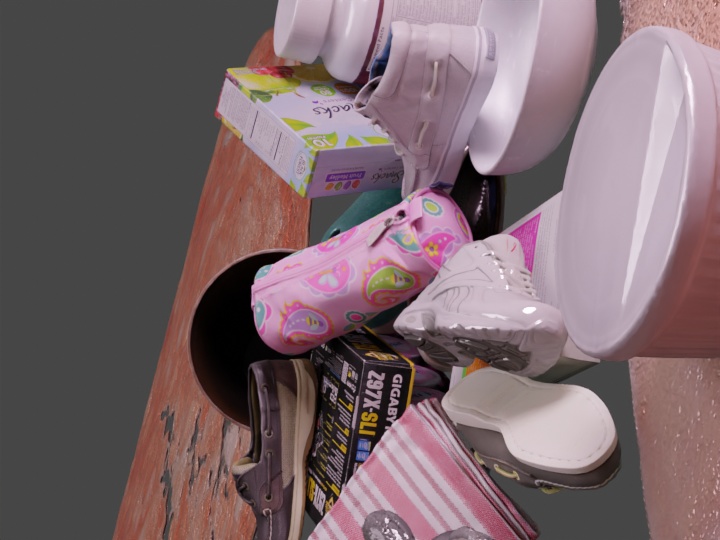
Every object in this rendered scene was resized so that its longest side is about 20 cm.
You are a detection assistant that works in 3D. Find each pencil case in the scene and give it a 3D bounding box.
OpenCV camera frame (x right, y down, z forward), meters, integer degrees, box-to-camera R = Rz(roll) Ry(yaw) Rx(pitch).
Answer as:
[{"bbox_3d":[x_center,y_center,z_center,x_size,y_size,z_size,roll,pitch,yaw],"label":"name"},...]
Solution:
[{"bbox_3d":[0.000,0.000,1.659,0.200,0.087,0.088,-26,49,36],"label":"pencil case"}]

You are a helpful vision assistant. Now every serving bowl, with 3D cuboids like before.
[{"bbox_3d":[0.139,-0.169,1.567,0.200,0.065,0.201,-172,90,-79],"label":"serving bowl"}]

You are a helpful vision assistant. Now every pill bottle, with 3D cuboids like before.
[{"bbox_3d":[0.031,-0.210,1.756,0.110,0.199,0.110,-170,90,-76],"label":"pill bottle"}]

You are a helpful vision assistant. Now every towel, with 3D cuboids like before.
[{"bbox_3d":[0.040,0.215,1.559,0.147,0.030,0.200,51,122,26],"label":"towel"}]

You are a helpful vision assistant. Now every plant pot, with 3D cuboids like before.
[{"bbox_3d":[-0.080,0.086,2.109,0.200,0.186,0.188,93,-175,-81],"label":"plant pot"}]

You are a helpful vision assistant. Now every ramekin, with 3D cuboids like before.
[{"bbox_3d":[0.195,-0.039,1.205,0.202,0.094,0.203,-170,90,-77],"label":"ramekin"}]

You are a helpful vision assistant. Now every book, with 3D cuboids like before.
[{"bbox_3d":[0.129,0.022,1.533,0.200,0.048,0.134,144,135,-68],"label":"book"}]

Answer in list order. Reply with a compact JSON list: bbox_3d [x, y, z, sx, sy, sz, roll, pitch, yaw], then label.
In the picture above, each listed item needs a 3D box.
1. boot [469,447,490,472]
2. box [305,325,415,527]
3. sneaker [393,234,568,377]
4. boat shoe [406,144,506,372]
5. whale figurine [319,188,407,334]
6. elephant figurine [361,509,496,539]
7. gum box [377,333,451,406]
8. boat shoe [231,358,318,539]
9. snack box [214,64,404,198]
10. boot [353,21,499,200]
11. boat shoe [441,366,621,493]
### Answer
[{"bbox_3d":[0.052,0.214,1.677,0.200,0.077,0.139,-5,70,64],"label":"boot"},{"bbox_3d":[-0.009,0.136,1.713,0.200,0.049,0.161,-148,64,-76],"label":"box"},{"bbox_3d":[0.094,0.017,1.466,0.100,0.078,0.200,-63,24,-10],"label":"sneaker"},{"bbox_3d":[0.084,-0.016,1.687,0.060,0.071,0.201,122,160,-64],"label":"boat shoe"},{"bbox_3d":[0.027,-0.045,1.841,0.159,0.103,0.201,-1,67,58],"label":"whale figurine"},{"bbox_3d":[0.081,0.231,1.372,0.142,0.154,0.201,78,-175,-65],"label":"elephant figurine"},{"bbox_3d":[0.031,0.136,1.793,0.200,0.066,0.114,-123,44,-70],"label":"gum box"},{"bbox_3d":[-0.080,0.174,1.748,0.073,0.064,0.201,179,97,-75],"label":"boat shoe"},{"bbox_3d":[-0.006,-0.126,1.762,0.142,0.199,0.053,44,128,37],"label":"snack box"},{"bbox_3d":[0.039,-0.125,1.624,0.200,0.095,0.074,110,164,-46],"label":"boot"},{"bbox_3d":[0.128,0.120,1.430,0.060,0.072,0.202,60,163,-21],"label":"boat shoe"}]
